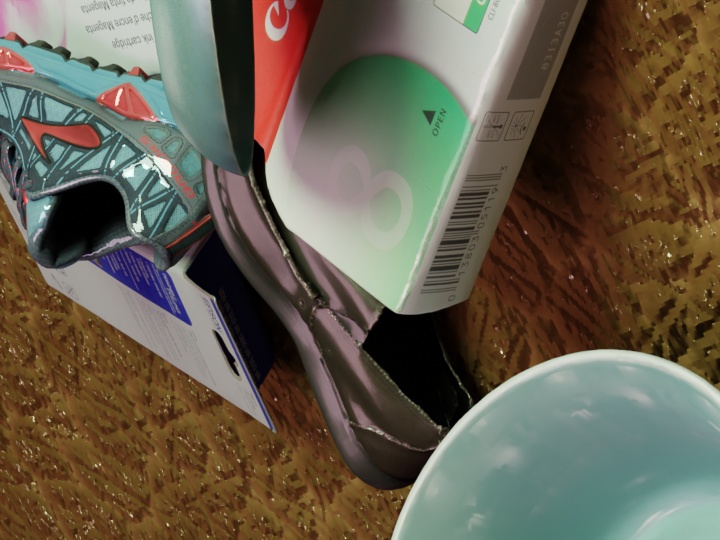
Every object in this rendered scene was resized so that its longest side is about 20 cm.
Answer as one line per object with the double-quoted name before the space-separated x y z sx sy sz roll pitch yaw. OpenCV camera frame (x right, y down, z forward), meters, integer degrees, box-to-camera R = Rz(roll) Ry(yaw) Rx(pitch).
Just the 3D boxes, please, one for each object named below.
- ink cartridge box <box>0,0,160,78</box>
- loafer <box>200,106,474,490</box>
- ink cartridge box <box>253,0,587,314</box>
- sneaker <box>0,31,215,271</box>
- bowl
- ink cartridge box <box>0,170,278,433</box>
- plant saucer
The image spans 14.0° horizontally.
"ink cartridge box" -0.121 -0.136 1.398 0.196 0.043 0.200 -5 108 57
"loafer" 0.000 0.000 1.308 0.071 0.073 0.200 -17 105 46
"ink cartridge box" -0.008 -0.101 1.199 0.200 0.050 0.161 37 118 33
"sneaker" -0.143 -0.051 1.381 0.200 0.096 0.079 12 152 40
"bowl" 0.114 0.139 1.155 0.200 0.105 0.201 -14 67 38
"ink cartridge box" -0.105 0.000 1.461 0.200 0.039 0.100 32 153 42
"plant saucer" -0.064 -0.135 1.140 0.200 0.027 0.201 -4 -90 -88
